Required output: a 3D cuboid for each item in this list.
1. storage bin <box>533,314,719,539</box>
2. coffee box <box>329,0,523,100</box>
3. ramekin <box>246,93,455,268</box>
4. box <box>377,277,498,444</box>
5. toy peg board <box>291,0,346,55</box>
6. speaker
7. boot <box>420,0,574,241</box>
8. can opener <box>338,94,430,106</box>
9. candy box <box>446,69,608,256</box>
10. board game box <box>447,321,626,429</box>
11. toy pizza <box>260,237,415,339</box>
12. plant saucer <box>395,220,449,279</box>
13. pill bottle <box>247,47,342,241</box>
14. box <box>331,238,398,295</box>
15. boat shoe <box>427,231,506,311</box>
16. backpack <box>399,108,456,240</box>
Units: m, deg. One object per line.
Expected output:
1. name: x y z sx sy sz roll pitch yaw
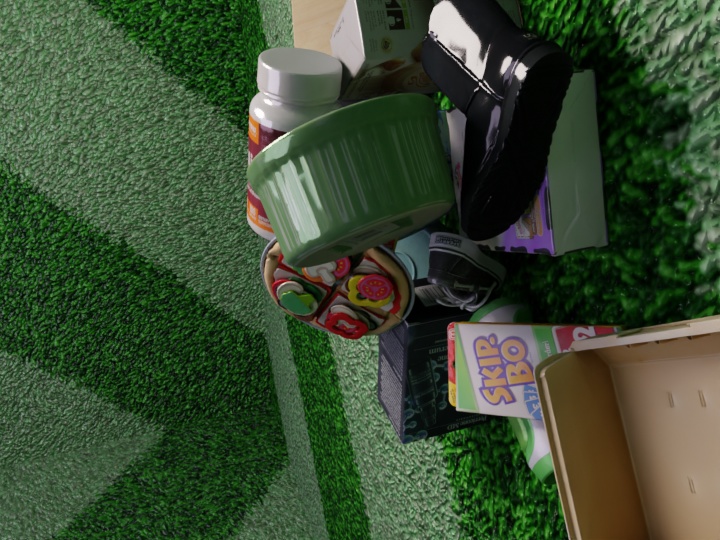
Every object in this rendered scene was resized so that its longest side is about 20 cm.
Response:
1. storage bin: 0.248 0.146 0.492 0.199 0.091 0.205 -27 73 63
2. coffee box: 0.074 -0.261 0.729 0.114 0.194 0.082 156 104 -73
3. ramekin: -0.003 -0.078 0.616 0.200 0.195 0.100 147 104 -72
4. box: 0.108 0.122 0.906 0.107 0.144 0.205 -126 31 -56
5. toy peg board: 0.003 -0.387 0.963 0.098 0.195 0.205 40 -139 -65
6. speaker: 0.195 0.133 0.731 0.090 0.086 0.203 102 153 -50
7. boot: 0.114 -0.157 0.621 0.170 0.074 0.204 -119 30 -43
8. can opener: 0.011 -0.259 0.981 0.063 0.194 0.081 52 -139 -77
9. candy box: 0.174 -0.110 0.699 0.199 0.070 0.173 -167 68 -72
10. board game box: 0.176 0.105 0.667 0.196 0.030 0.099 -2 88 38
11. toy pizza: -0.031 0.024 0.776 0.203 0.194 0.032 102 -177 -50
12. plant saucer: 0.055 0.002 0.968 0.027 0.195 0.206 -5 -94 -72
13. pill bottle: -0.077 -0.145 0.751 0.115 0.111 0.205 -121 32 -51
14. box: 0.000 0.000 0.811 0.203 0.073 0.051 102 171 -49
15. boat shoe: 0.127 0.012 0.764 0.199 0.072 0.070 29 -106 -67
16. backpack: 0.052 -0.123 0.866 0.181 0.198 0.150 -28 89 47
